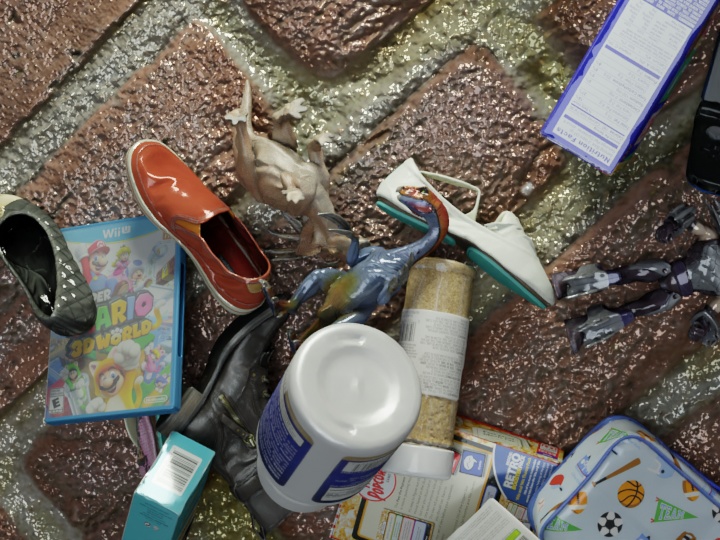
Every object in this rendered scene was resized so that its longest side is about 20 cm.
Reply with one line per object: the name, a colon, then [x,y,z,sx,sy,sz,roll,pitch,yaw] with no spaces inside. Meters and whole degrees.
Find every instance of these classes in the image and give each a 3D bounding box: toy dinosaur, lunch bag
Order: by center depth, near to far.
toy dinosaur: [0.000,0.000,1.182,0.180,0.200,0.106,-27,73,-12]
lunch bag: [0.268,0.241,1.187,0.199,0.076,0.161,40,94,-11]
toy dinosaur: [-0.077,-0.084,1.225,0.200,0.085,0.136,48,151,21]

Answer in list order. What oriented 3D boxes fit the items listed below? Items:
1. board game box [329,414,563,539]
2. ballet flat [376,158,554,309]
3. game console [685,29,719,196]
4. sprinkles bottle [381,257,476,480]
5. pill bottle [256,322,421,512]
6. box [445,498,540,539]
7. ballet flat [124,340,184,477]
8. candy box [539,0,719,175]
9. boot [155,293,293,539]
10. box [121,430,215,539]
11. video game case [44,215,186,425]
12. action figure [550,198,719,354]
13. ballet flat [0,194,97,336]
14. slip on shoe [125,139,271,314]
board game box: [0.084,0.220,1.253,0.197,0.046,0.154,18,103,9]
ballet flat: [0.109,-0.041,1.200,0.199,0.069,0.070,32,104,6]
game console: [0.396,-0.136,1.096,0.197,0.171,0.120,15,129,9]
sprinkles bottle: [0.064,0.092,1.195,0.067,0.068,0.203,7,82,11]
pill bottle: [-0.030,0.143,1.146,0.119,0.120,0.200,38,146,4]
box: [0.152,0.331,1.176,0.112,0.101,0.201,-41,117,-8]
ballet flat: [-0.215,0.124,1.297,0.070,0.069,0.203,2,101,31]
candy box: [0.241,-0.187,1.088,0.077,0.169,0.202,32,105,9]
boot: [-0.089,0.145,1.271,0.174,0.069,0.201,41,88,-12]
box: [-0.198,0.252,1.253,0.049,0.083,0.201,25,135,4]
video game case: [-0.240,0.046,1.254,0.141,0.018,0.203,-8,68,17]
action figure: [0.279,0.013,1.167,0.197,0.069,0.132,-18,90,11]
ballet flat: [-0.323,-0.014,1.265,0.066,0.057,0.200,-45,59,3]
slip on shoe: [-0.153,-0.051,1.233,0.201,0.074,0.061,52,140,8]
